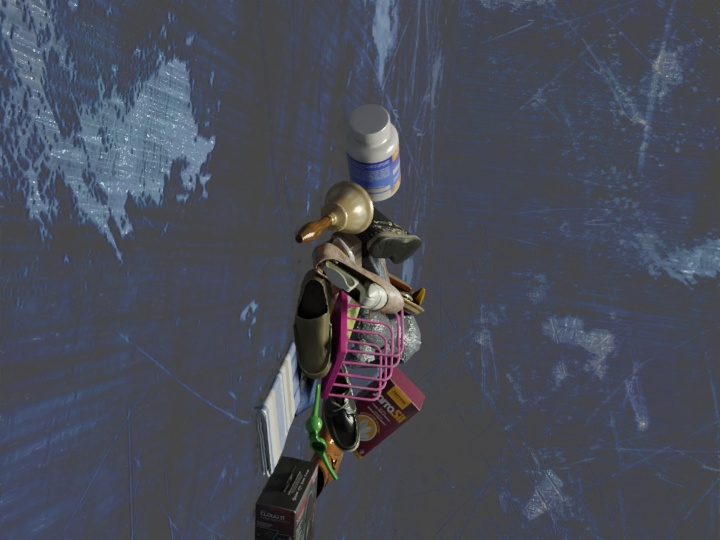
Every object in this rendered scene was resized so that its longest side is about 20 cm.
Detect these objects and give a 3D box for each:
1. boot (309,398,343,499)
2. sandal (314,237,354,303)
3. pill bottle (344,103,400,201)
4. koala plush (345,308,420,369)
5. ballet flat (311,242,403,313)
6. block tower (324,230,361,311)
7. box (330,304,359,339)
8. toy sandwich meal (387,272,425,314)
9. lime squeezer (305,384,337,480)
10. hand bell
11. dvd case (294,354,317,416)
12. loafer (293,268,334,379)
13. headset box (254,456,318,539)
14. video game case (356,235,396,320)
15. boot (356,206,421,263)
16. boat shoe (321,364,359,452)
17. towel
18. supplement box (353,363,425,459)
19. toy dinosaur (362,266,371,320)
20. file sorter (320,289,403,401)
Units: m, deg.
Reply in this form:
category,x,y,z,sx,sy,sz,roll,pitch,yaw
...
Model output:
category,x,y,z,sx,sy,sz,roll,pitch,yaw
boot,-0.077,0.375,1.868,0.155,0.076,0.201,-50,154,-64
sandal,-0.058,0.009,1.655,0.059,0.079,0.207,-32,157,-20
pill bottle,0.025,-0.243,1.792,0.200,0.112,0.112,83,18,-57
koala plush,0.034,0.141,2.036,0.200,0.183,0.178,36,62,-65
ballet flat,-0.007,0.029,1.558,0.068,0.200,0.067,-51,-165,23
block tower,-0.033,0.003,1.750,0.054,0.058,0.200,-33,147,-23
box,-0.029,0.064,1.904,0.200,0.050,0.075,-70,161,-46
toy sandwich meal,0.075,0.040,2.078,0.070,0.205,0.205,-64,168,-4
lime squeezer,-0.087,0.338,1.790,0.071,0.038,0.201,15,63,-82
hand bell,-0.065,-0.086,1.575,0.200,0.104,0.105,-37,136,-57
dvd case,-0.101,0.173,1.690,0.143,0.017,0.201,-7,105,-79
loafer,-0.088,0.096,1.568,0.067,0.076,0.201,3,85,-79
headset box,-0.133,0.445,1.565,0.149,0.077,0.201,-58,156,-65
video game case,0.027,-0.023,1.854,0.200,0.025,0.181,-102,169,-51
boot,0.034,-0.093,1.762,0.074,0.154,0.203,-47,159,17
boat shoe,-0.047,0.280,1.828,0.068,0.072,0.201,84,-5,-69
towel,-0.141,0.236,1.506,0.200,0.024,0.147,-70,162,-56
supplement box,0.039,0.328,2.032,0.200,0.110,0.086,-42,-177,19
toy dinosaur,0.000,0.000,1.851,0.106,0.060,0.201,14,63,-59
file sorter,0.003,0.147,1.670,0.200,0.125,0.139,111,-17,-55
